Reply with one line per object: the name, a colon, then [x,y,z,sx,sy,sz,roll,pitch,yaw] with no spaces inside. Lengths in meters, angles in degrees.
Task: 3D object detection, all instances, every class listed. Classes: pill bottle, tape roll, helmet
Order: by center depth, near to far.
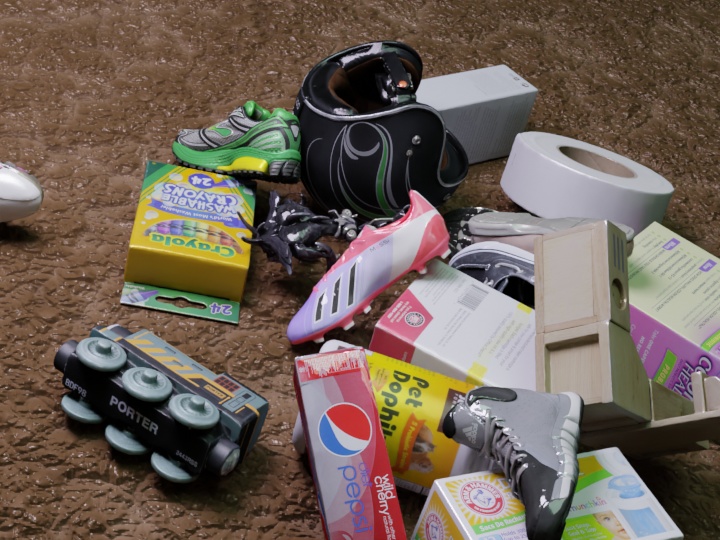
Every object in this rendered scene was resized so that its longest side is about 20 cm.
pill bottle: [0.045,0.143,1.241,0.199,0.110,0.109,18,35,2]
helmet: [0.022,-0.143,1.553,0.198,0.191,0.201,-6,43,5]
tape roll: [0.276,-0.102,1.656,0.201,0.071,0.203,16,19,-6]

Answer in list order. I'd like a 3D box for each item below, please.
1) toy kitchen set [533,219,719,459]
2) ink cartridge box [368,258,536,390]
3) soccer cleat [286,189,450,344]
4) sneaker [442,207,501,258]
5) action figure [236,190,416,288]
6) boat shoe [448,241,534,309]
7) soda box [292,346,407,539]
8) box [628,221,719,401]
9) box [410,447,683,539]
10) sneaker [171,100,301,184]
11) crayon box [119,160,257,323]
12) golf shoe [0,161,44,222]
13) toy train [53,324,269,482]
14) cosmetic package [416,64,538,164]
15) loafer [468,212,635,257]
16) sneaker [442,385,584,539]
toy kitchen set: [0.284,0.067,1.280,0.200,0.162,0.182,27,57,-47]
ink cartridge box: [0.122,0.094,1.362,0.199,0.084,0.145,28,37,15]
soccer cleat: [0.000,0.000,1.381,0.077,0.199,0.067,56,-2,-7]
sneaker: [0.185,-0.026,1.586,0.199,0.077,0.089,15,4,-1]
action figure: [-0.036,-0.024,1.446,0.198,0.102,0.119,0,44,-16]
boat shoe: [0.161,0.021,1.450,0.199,0.072,0.068,17,34,42]
soda box: [-0.008,0.170,1.133,0.063,0.070,0.201,-10,72,-7]
box: [0.352,0.060,1.492,0.199,0.097,0.176,33,38,23]
box: [0.155,0.238,1.165,0.199,0.102,0.113,-6,41,-29]
sneaker: [-0.135,-0.146,1.534,0.199,0.086,0.078,7,-4,42]
crayon box: [-0.179,-0.034,1.441,0.125,0.052,0.201,10,36,-9]
golf shoe: [-0.422,-0.064,1.369,0.198,0.073,0.092,0,43,-5]
toy train: [-0.179,0.115,1.220,0.199,0.086,0.114,29,25,19]
cosmetic package: [0.125,-0.192,1.737,0.199,0.102,0.071,-16,46,-39]
loafer: [0.209,-0.024,1.479,0.199,0.063,0.072,8,21,37]
sneaker: [0.120,0.156,1.121,0.115,0.076,0.200,14,24,6]
